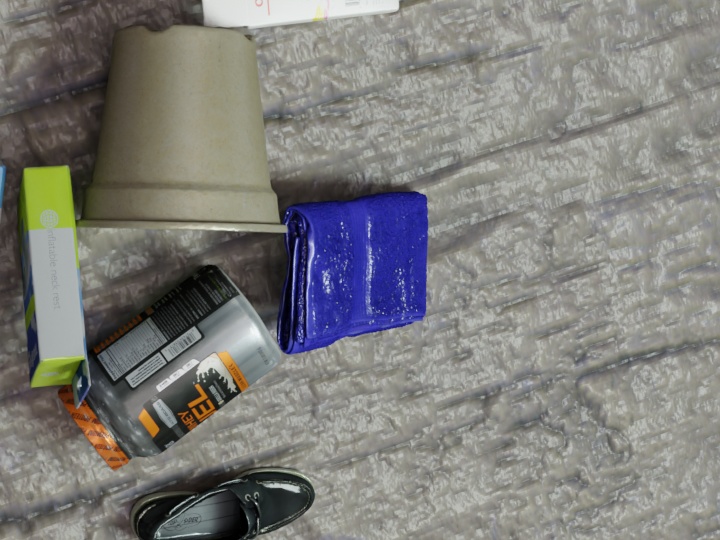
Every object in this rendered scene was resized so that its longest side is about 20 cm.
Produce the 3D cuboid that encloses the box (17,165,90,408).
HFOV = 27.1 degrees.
[{"bbox_3d":[-0.282,0.019,1.366,0.047,0.122,0.202,-4,76,-17],"label":"box"}]

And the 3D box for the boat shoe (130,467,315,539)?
[{"bbox_3d":[-0.135,0.253,1.548,0.198,0.066,0.075,-2,103,-20],"label":"boat shoe"}]

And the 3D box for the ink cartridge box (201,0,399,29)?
[{"bbox_3d":[-0.068,-0.298,1.438,0.198,0.067,0.118,-9,107,-19],"label":"ink cartridge box"}]

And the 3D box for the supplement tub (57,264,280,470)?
[{"bbox_3d":[-0.188,0.097,1.461,0.199,0.122,0.123,-37,112,-8],"label":"supplement tub"}]

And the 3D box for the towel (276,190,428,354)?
[{"bbox_3d":[0.000,0.000,1.499,0.199,0.049,0.149,-11,110,-49],"label":"towel"}]

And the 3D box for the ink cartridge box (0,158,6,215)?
[{"bbox_3d":[-0.398,-0.010,1.386,0.115,0.067,0.202,4,101,-22],"label":"ink cartridge box"}]

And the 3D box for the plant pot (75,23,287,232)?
[{"bbox_3d":[-0.165,-0.129,1.392,0.199,0.200,0.185,1,91,-20],"label":"plant pot"}]
